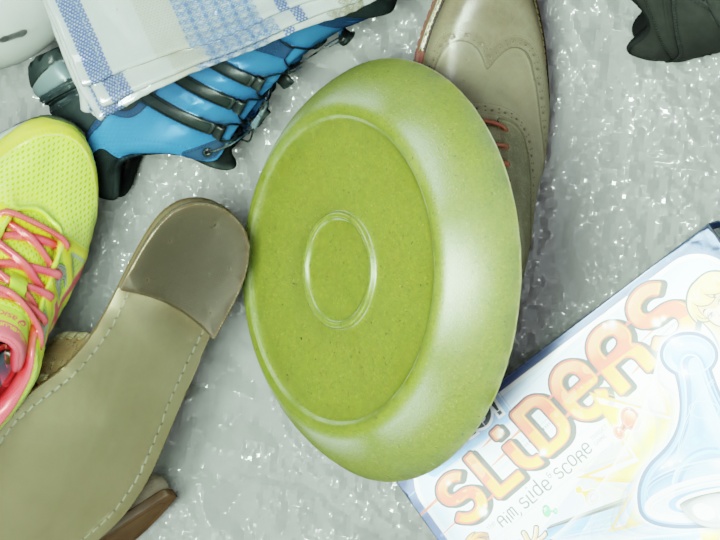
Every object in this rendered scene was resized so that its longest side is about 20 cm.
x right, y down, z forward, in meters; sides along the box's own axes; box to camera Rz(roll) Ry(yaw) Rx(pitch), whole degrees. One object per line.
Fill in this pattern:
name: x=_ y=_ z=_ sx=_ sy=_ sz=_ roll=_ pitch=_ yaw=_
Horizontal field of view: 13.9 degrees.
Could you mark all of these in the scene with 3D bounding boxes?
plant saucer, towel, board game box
plant saucer: x=0.000 y=0.000 z=1.388 sx=0.200 sy=0.031 sz=0.201 roll=1 pitch=92 yaw=52
towel: x=-0.063 y=-0.171 z=1.376 sx=0.199 sy=0.024 sz=0.147 roll=-23 pitch=80 yaw=-6
board game box: x=0.131 y=0.089 z=1.413 sx=0.200 sy=0.034 sz=0.136 roll=-39 pitch=83 yaw=14

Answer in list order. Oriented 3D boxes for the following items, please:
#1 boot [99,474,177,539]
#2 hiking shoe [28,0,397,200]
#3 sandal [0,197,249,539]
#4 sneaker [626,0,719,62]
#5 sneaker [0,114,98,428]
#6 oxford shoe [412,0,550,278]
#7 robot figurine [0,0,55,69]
boot: x=-0.210 y=0.116 z=1.497 sx=0.200 sy=0.070 sz=0.146 roll=-36 pitch=72 yaw=3
hiking shoe: x=-0.063 y=-0.097 z=1.445 sx=0.199 sy=0.074 sz=0.087 roll=-18 pitch=98 yaw=25
sandal: x=-0.125 y=0.056 z=1.451 sx=0.077 sy=0.070 sz=0.212 roll=33 pitch=92 yaw=-12
sneaker: x=0.125 y=-0.179 z=1.357 sx=0.090 sy=0.076 sz=0.201 roll=-17 pitch=111 yaw=25
sneaker: x=-0.172 y=0.018 z=1.402 sx=0.078 sy=0.090 sz=0.201 roll=27 pitch=77 yaw=-22
oxford shoe: x=0.061 y=-0.049 z=1.396 sx=0.070 sy=0.075 sz=0.201 roll=1 pitch=98 yaw=-8
robot figurine: x=-0.221 y=-0.184 z=1.448 sx=0.200 sy=0.125 sz=0.151 roll=34 pitch=100 yaw=13
